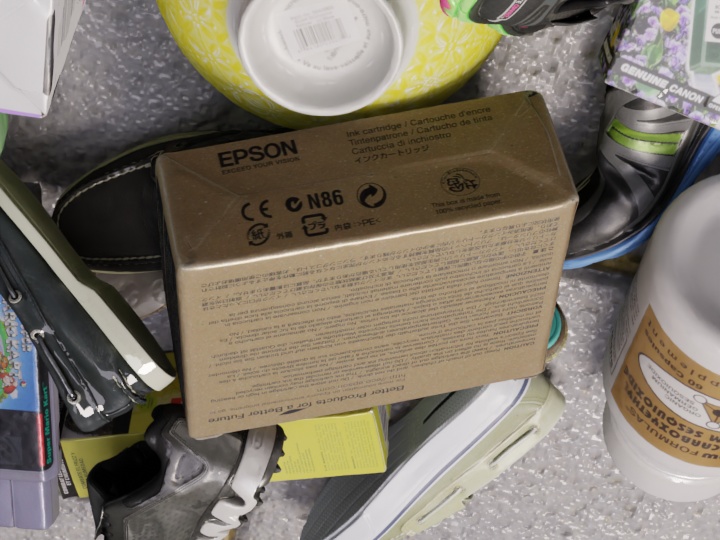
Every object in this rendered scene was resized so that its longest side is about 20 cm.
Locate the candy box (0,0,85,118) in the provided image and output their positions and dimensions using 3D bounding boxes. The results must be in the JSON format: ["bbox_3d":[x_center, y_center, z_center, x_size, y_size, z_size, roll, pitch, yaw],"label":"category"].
[{"bbox_3d":[-0.203,-0.166,0.900,0.166,0.201,0.072,9,129,-2],"label":"candy box"}]

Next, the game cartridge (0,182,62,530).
[{"bbox_3d":[-0.235,0.047,1.124,0.128,0.038,0.202,4,107,17],"label":"game cartridge"}]

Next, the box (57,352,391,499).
[{"bbox_3d":[-0.083,0.086,1.168,0.198,0.076,0.050,-4,128,10],"label":"box"}]

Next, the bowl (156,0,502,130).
[{"bbox_3d":[-0.016,-0.138,0.965,0.198,0.108,0.202,3,128,4],"label":"bowl"}]

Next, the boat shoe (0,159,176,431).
[{"bbox_3d":[-0.182,0.001,1.036,0.066,0.075,0.200,-41,86,3],"label":"boat shoe"}]

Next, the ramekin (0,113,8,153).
[{"bbox_3d":[-0.268,-0.093,0.971,0.198,0.201,0.098,-1,136,5],"label":"ramekin"}]

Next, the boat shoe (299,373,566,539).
[{"bbox_3d":[0.041,0.124,1.188,0.062,0.072,0.200,36,120,-19],"label":"boat shoe"}]

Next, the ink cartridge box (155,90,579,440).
[{"bbox_3d":[0.000,0.000,1.008,0.198,0.076,0.165,-10,148,-10],"label":"ink cartridge box"}]

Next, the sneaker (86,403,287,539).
[{"bbox_3d":[-0.123,0.146,1.134,0.090,0.067,0.201,25,123,-12],"label":"sneaker"}]

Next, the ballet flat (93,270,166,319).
[{"bbox_3d":[-0.159,0.018,1.145,0.199,0.046,0.068,-37,86,23],"label":"ballet flat"}]

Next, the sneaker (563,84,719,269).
[{"bbox_3d":[0.150,-0.083,1.023,0.082,0.071,0.200,32,119,-11],"label":"sneaker"}]

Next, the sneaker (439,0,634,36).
[{"bbox_3d":[0.095,-0.139,0.902,0.083,0.200,0.078,9,106,17],"label":"sneaker"}]

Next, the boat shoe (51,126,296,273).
[{"bbox_3d":[-0.076,-0.043,1.057,0.199,0.066,0.073,-11,91,8],"label":"boat shoe"}]

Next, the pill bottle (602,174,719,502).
[{"bbox_3d":[0.190,0.045,1.058,0.113,0.115,0.201,8,151,-1],"label":"pill bottle"}]

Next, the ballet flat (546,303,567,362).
[{"bbox_3d":[0.017,0.028,1.126,0.198,0.071,0.071,7,129,-1],"label":"ballet flat"}]

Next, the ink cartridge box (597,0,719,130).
[{"bbox_3d":[0.200,-0.163,0.922,0.108,0.050,0.202,21,110,-4],"label":"ink cartridge box"}]
